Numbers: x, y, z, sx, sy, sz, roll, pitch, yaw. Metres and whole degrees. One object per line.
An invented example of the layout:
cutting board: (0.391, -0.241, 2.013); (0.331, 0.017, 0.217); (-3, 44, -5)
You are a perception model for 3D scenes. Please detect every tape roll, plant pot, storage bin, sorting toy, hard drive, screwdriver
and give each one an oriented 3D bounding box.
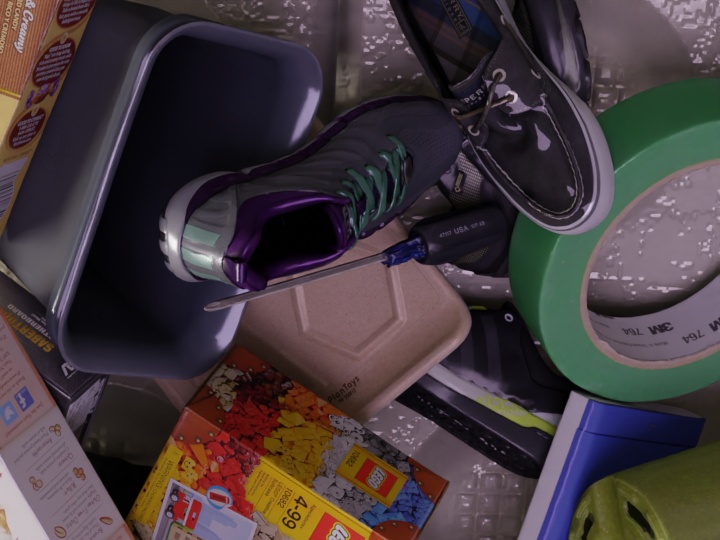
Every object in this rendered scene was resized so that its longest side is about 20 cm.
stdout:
tape roll: (0.187, -0.015, 1.241); (0.199, 0.048, 0.202); (-13, 129, -17)
plant pot: (0.231, 0.175, 1.252); (0.188, 0.200, 0.202); (-5, 117, -26)
storage bin: (-0.123, -0.060, 1.185); (0.145, 0.134, 0.202); (7, 109, -44)
sorting toy: (-0.055, 0.010, 1.251); (0.185, 0.036, 0.201); (-40, 84, 19)
hard drive: (0.141, 0.178, 1.310); (0.131, 0.025, 0.202); (12, 100, -49)
screwdriver: (0.000, 0.000, 1.173); (0.199, 0.028, 0.029); (-22, 112, -28)

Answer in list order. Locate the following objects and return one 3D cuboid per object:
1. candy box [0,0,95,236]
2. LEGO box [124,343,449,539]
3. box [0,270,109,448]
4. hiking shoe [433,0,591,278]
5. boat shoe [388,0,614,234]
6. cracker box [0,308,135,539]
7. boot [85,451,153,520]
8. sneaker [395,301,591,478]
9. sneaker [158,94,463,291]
candy box: (-0.219, -0.121, 1.134); (0.116, 0.056, 0.201); (30, 111, 10)
LEGO box: (-0.061, 0.167, 1.222); (0.148, 0.077, 0.201); (32, 125, 5)
box: (-0.240, 0.082, 1.242); (0.158, 0.048, 0.201); (35, 132, 10)
hiking shoe: (0.076, -0.083, 1.229); (0.100, 0.076, 0.202); (2, 115, -7)
boat shoe: (0.069, -0.108, 1.159); (0.070, 0.066, 0.201); (-32, 77, 29)
cracker box: (-0.212, 0.125, 1.178); (0.133, 0.058, 0.201); (-15, 110, 40)
boot: (-0.138, 0.207, 1.357); (0.149, 0.073, 0.202); (1, 108, 0)
sneaker: (0.060, 0.049, 1.306); (0.199, 0.072, 0.083); (35, 70, -7)
sneaker: (-0.007, -0.034, 1.138); (0.199, 0.087, 0.075); (-27, 120, -29)
